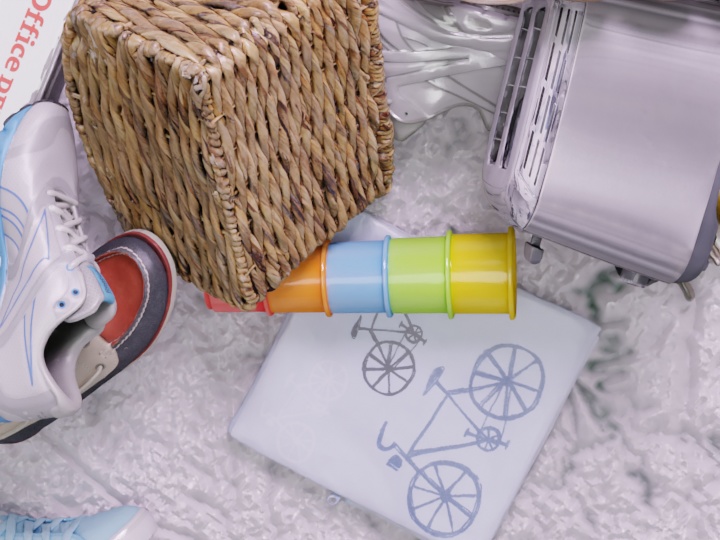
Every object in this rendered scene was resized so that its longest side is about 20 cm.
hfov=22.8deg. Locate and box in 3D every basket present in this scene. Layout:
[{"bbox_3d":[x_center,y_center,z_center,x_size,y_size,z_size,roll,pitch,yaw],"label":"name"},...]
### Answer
[{"bbox_3d":[-0.081,-0.105,1.093,0.143,0.149,0.200,27,145,33],"label":"basket"}]

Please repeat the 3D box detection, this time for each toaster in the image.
[{"bbox_3d":[0.153,-0.095,1.060,0.129,0.114,0.200,13,98,-10],"label":"toaster"}]

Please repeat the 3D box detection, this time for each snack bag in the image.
[{"bbox_3d":[0.031,0.077,1.189,0.200,0.021,0.189,26,99,1],"label":"snack bag"}]

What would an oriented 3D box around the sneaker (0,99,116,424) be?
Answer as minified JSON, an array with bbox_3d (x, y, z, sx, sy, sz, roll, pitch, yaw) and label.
[{"bbox_3d":[-0.181,-0.003,1.071,0.087,0.075,0.200,1,82,26],"label":"sneaker"}]

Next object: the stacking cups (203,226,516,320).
[{"bbox_3d":[0.000,0.000,1.146,0.200,0.061,0.061,1,100,8],"label":"stacking cups"}]

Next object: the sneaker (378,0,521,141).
[{"bbox_3d":[0.017,-0.133,1.127,0.200,0.078,0.100,14,104,1],"label":"sneaker"}]

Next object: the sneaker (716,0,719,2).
[{"bbox_3d":[0.267,-0.147,1.118,0.112,0.078,0.200,7,89,6],"label":"sneaker"}]

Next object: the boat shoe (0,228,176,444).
[{"bbox_3d":[-0.190,0.047,1.136,0.200,0.063,0.071,-42,76,33],"label":"boat shoe"}]

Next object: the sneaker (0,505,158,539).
[{"bbox_3d":[-0.236,0.189,1.195,0.200,0.074,0.082,-24,101,6],"label":"sneaker"}]

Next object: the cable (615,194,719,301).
[{"bbox_3d":[0.182,-0.071,1.157,0.097,0.050,0.200,-32,84,21],"label":"cable"}]

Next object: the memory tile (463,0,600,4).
[{"bbox_3d":[0.131,-0.180,1.029,0.200,0.153,0.017,-2,115,-13],"label":"memory tile"}]

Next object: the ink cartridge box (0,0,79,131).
[{"bbox_3d":[-0.283,-0.158,1.131,0.200,0.086,0.147,24,100,-3],"label":"ink cartridge box"}]
